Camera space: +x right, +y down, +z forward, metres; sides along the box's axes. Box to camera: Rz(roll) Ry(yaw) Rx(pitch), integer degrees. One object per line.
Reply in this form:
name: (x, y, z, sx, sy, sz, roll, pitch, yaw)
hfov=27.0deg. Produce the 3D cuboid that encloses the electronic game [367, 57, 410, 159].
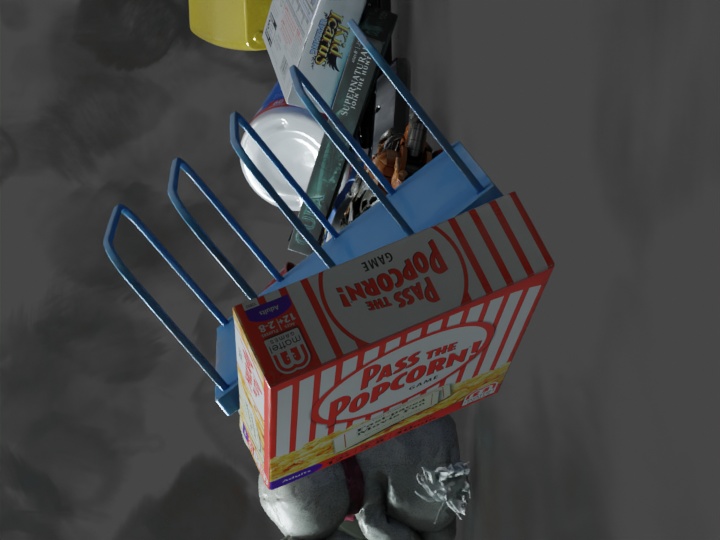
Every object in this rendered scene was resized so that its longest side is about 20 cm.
electronic game: (0.025, -0.079, 1.267, 0.200, 0.042, 0.200, -175, 90, -88)

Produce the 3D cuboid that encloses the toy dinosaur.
toy dinosaur: (0.022, -0.045, 1.069, 0.200, 0.102, 0.136, -30, -43, -71)

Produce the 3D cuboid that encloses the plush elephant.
plush elephant: (-0.008, 0.155, 1.098, 0.200, 0.155, 0.165, 137, 130, -85)

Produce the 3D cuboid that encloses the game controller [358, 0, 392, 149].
game controller: (0.008, -0.219, 1.434, 0.104, 0.042, 0.200, -109, 18, -75)

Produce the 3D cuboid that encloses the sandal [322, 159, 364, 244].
sandal: (-0.008, -0.026, 1.553, 0.087, 0.079, 0.200, 126, 139, -78)

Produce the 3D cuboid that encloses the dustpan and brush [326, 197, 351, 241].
dustpan and brush: (0.000, 0.000, 1.360, 0.200, 0.057, 0.140, -27, -73, -63)

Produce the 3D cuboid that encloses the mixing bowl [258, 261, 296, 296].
mixing bowl: (-0.065, 0.103, 1.579, 0.200, 0.108, 0.200, 55, -173, -10)

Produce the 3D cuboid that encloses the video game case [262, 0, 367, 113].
video game case: (-0.033, -0.259, 1.344, 0.200, 0.045, 0.181, -111, 36, -62)

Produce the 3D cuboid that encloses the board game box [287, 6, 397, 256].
board game box: (-0.015, -0.125, 1.322, 0.135, 0.028, 0.200, -74, 3, -70)

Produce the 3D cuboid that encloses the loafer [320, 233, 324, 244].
loafer: (-0.020, 0.010, 1.725, 0.071, 0.073, 0.200, -117, 25, -77)

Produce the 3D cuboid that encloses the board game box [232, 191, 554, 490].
board game box: (0.011, 0.044, 0.795, 0.200, 0.151, 0.046, 96, 149, -68)

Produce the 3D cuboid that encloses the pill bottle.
pill bottle: (-0.045, -0.153, 1.529, 0.200, 0.112, 0.112, -69, -18, -57)

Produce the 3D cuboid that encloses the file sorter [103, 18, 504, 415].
file sorter: (-0.038, -0.040, 0.892, 0.123, 0.200, 0.139, 51, -174, -16)

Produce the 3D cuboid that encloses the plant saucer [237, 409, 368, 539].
plant saucer: (-0.030, 0.137, 1.249, 0.200, 0.050, 0.200, 51, -167, -16)

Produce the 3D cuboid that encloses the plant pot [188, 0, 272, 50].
plant pot: (-0.087, -0.350, 1.723, 0.176, 0.200, 0.200, -124, 29, -59)
